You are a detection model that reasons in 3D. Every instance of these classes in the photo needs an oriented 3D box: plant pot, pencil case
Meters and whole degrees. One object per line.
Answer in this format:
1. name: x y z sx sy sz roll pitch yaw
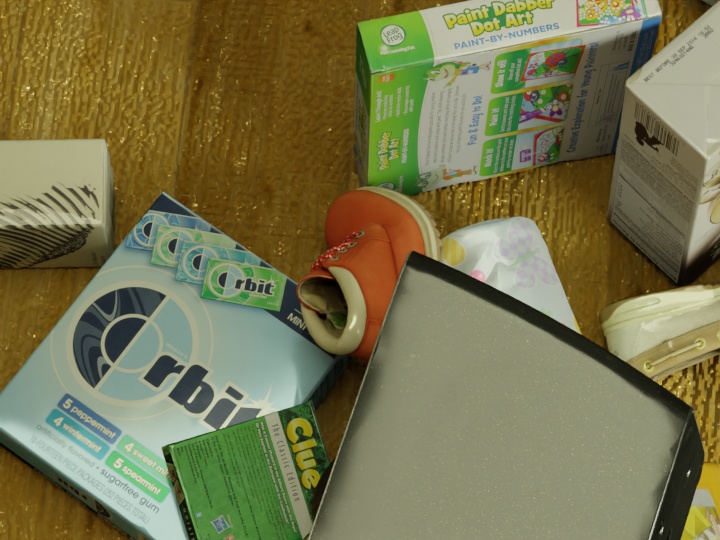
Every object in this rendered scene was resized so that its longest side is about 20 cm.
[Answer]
1. plant pot: 0.092 0.131 1.428 0.176 0.200 0.201 17 77 14
2. pencil case: 0.109 0.063 1.671 0.090 0.083 0.201 -14 69 -19

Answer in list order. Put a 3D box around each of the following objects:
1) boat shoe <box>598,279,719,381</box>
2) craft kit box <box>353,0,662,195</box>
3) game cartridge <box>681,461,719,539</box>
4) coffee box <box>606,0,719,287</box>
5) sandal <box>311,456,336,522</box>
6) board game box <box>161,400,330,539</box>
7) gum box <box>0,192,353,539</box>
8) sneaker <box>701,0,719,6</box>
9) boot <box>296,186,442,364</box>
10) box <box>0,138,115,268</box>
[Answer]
1. boat shoe: 0.264 0.037 1.687 0.198 0.074 0.067 -12 81 13
2. craft kit box: 0.094 -0.121 1.686 0.196 0.200 0.049 -14 68 -8
3. game cartridge: 0.193 0.200 1.573 0.032 0.199 0.178 -32 65 31
4. coffee box: 0.235 -0.086 1.671 0.113 0.200 0.080 -40 70 -15
5. sandal: 0.020 0.123 1.611 0.082 0.200 0.055 -39 99 16
6. board game box: -0.050 0.194 1.608 0.104 0.023 0.202 -15 85 -19
7. gum box: -0.125 0.075 1.677 0.169 0.045 0.200 34 70 12
8. sneaker: 0.279 -0.218 1.786 0.078 0.090 0.201 -29 69 -10
9. boot: 0.000 0.000 1.648 0.107 0.075 0.200 14 27 -27
10. box: -0.269 -0.045 1.714 0.198 0.082 0.069 -2 69 0
